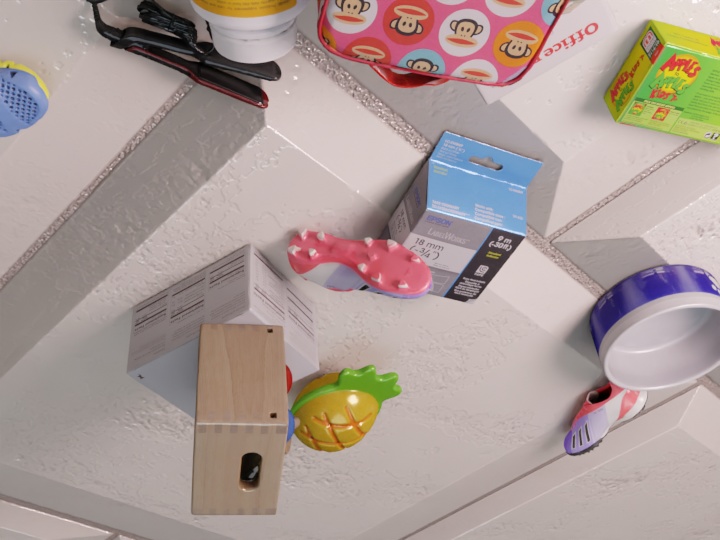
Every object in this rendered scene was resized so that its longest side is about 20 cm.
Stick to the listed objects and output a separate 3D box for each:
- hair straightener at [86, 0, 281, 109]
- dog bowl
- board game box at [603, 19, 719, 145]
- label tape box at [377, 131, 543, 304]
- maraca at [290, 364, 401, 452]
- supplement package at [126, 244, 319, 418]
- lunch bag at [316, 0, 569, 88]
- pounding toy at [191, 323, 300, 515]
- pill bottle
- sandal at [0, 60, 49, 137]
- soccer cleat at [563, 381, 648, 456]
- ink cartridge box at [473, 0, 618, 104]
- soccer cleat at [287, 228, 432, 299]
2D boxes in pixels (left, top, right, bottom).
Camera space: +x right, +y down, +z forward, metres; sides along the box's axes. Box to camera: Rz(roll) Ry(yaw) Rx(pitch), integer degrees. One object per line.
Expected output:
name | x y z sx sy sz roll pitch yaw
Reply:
hair straightener | -0.166 -0.229 0.786 0.198 0.041 0.077 21 127 -21
dog bowl | 0.440 0.086 1.177 0.197 0.080 0.202 -4 137 -4
board game box | 0.382 -0.198 0.887 0.197 0.048 0.102 8 135 -17
label tape box | 0.120 -0.056 0.987 0.142 0.064 0.201 13 134 -21
maraca | -0.026 0.202 1.208 0.136 0.108 0.200 20 131 -37
supplement package | -0.177 0.090 1.063 0.198 0.112 0.156 -26 134 19
lunch bag | 0.064 -0.225 0.659 0.197 0.083 0.177 9 139 -13
pounding toy | -0.128 0.182 0.972 0.140 0.185 0.202 3 127 -10
pill bottle | -0.096 -0.281 0.669 0.107 0.110 0.202 -4 137 -4
sandal | -0.402 -0.143 0.800 0.197 0.088 0.080 -17 135 7
soccer cleat | 0.393 0.241 1.357 0.073 0.069 0.201 31 133 -5
ink cartridge box | 0.129 -0.275 0.738 0.144 0.085 0.200 -27 134 21
soccer cleat | 0.000 0.000 0.982 0.197 0.067 0.077 14 150 25
